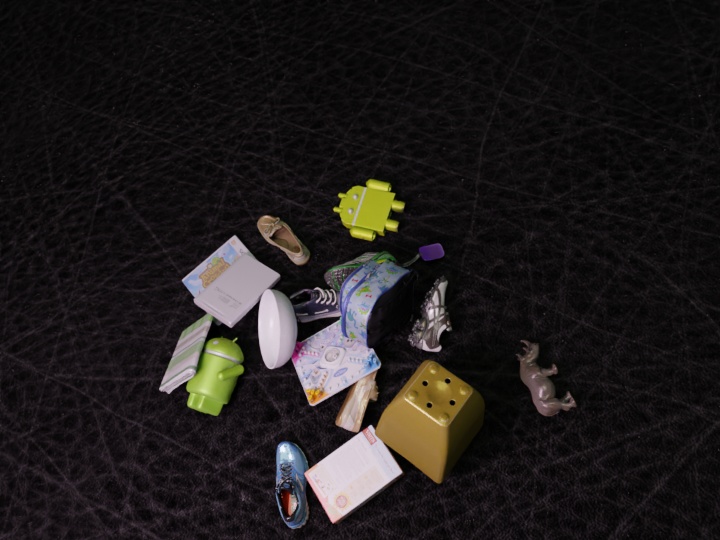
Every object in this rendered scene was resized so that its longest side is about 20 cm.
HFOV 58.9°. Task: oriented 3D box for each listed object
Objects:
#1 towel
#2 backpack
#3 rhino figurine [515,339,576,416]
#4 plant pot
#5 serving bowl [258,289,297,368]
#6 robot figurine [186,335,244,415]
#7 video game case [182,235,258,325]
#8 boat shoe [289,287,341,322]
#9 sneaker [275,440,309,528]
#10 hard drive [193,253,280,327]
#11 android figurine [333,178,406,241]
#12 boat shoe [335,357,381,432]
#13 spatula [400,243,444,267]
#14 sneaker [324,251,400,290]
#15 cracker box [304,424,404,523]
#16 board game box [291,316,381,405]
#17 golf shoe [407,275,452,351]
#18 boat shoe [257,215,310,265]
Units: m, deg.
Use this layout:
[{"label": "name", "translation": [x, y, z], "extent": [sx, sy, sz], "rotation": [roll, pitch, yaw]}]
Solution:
[{"label": "towel", "translation": [-0.441, 0.210, 1.650], "extent": [0.149, 0.031, 0.201], "rotation": [-31, 33, 34]}, {"label": "backpack", "translation": [0.031, 0.084, 1.571], "extent": [0.146, 0.184, 0.200], "rotation": [23, 41, 28]}, {"label": "rhino figurine", "translation": [0.430, 0.253, 1.522], "extent": [0.087, 0.060, 0.201], "rotation": [-28, 62, 10]}, {"label": "plant pot", "translation": [0.165, 0.317, 1.443], "extent": [0.195, 0.201, 0.194], "rotation": [32, 59, 21]}, {"label": "serving bowl", "translation": [-0.205, 0.147, 1.632], "extent": [0.065, 0.200, 0.202], "rotation": [-2, 63, -24]}, {"label": "robot figurine", "translation": [-0.371, 0.264, 1.638], "extent": [0.175, 0.115, 0.201], "rotation": [-1, 64, 45]}, {"label": "video game case", "translation": [-0.375, 0.025, 1.789], "extent": [0.200, 0.022, 0.182], "rotation": [-41, 67, -7]}, {"label": "boat shoe", "translation": [-0.091, 0.078, 1.672], "extent": [0.199, 0.093, 0.075], "rotation": [-19, 61, 3]}, {"label": "sneaker", "translation": [-0.165, 0.503, 1.515], "extent": [0.078, 0.090, 0.201], "rotation": [-14, 65, 4]}, {"label": "hard drive", "translation": [-0.328, 0.050, 1.707], "extent": [0.131, 0.027, 0.200], "rotation": [30, 55, 19]}, {"label": "android figurine", "translation": [0.024, -0.171, 1.785], "extent": [0.198, 0.041, 0.183], "rotation": [16, 72, 15]}, {"label": "boat shoe", "translation": [0.009, 0.307, 1.580], "extent": [0.069, 0.074, 0.201], "rotation": [30, 66, -3]}, {"label": "spatula", "translation": [0.128, -0.022, 1.711], "extent": [0.199, 0.021, 0.057], "rotation": [-24, 45, 5]}, {"label": "sneaker", "translation": [0.000, 0.000, 1.680], "extent": [0.198, 0.079, 0.085], "rotation": [-11, 32, -13]}, {"label": "cracker box", "translation": [-0.014, 0.483, 1.513], "extent": [0.199, 0.058, 0.134], "rotation": [-35, 66, -4]}, {"label": "board game box", "translation": [-0.072, 0.215, 1.612], "extent": [0.199, 0.026, 0.200], "rotation": [-30, 44, -1]}, {"label": "golf shoe", "translation": [0.196, 0.114, 1.626], "extent": [0.094, 0.078, 0.201], "rotation": [23, 75, 1]}, {"label": "boat shoe", "translation": [-0.218, -0.097, 1.787], "extent": [0.200, 0.063, 0.073], "rotation": [38, 80, 22]}]
